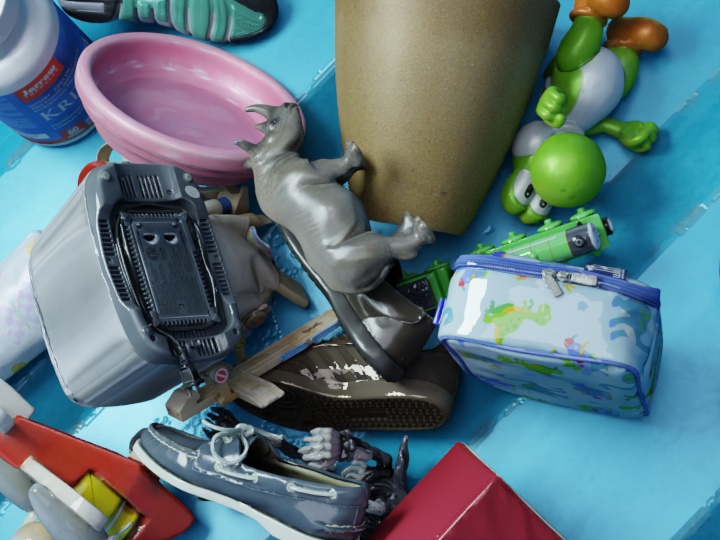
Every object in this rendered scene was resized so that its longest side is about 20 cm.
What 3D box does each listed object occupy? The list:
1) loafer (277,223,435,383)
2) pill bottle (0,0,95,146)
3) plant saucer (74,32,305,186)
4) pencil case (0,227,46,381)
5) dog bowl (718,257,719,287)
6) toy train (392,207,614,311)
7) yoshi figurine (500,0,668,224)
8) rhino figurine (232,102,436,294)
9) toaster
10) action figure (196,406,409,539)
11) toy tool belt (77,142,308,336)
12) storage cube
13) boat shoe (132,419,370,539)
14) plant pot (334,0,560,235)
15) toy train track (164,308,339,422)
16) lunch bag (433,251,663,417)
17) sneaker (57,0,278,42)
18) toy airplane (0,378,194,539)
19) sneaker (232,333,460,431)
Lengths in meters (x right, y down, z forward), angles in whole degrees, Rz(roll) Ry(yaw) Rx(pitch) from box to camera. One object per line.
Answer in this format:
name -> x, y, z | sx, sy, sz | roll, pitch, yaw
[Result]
loafer -> 0.000, 0.000, 1.174 | 0.071, 0.073, 0.200 | -36, 60, 4
pill bottle -> -0.303, -0.192, 1.275 | 0.112, 0.200, 0.112 | -3, 75, 13
plant saucer -> -0.148, -0.134, 1.248 | 0.200, 0.200, 0.051 | 35, 124, 20
pencil case -> -0.323, 0.050, 1.276 | 0.200, 0.083, 0.091 | -37, 92, 1
dog bowl -> 0.337, 0.052, 1.133 | 0.111, 0.050, 0.200 | -3, 74, 13
toy train -> 0.109, -0.003, 1.182 | 0.200, 0.056, 0.042 | -20, 93, 19
yoshi figurine -> 0.186, -0.127, 1.191 | 0.112, 0.112, 0.200 | 25, 85, 12
rhino figurine -> -0.033, -0.063, 1.130 | 0.087, 0.060, 0.200 | -39, 67, -4
toaster -> -0.177, 0.023, 1.133 | 0.129, 0.114, 0.200 | -35, 69, 42
action figure -> -0.035, 0.177, 1.163 | 0.200, 0.102, 0.119 | 13, 93, 17
toy tool belt -> -0.142, -0.026, 1.252 | 0.200, 0.123, 0.125 | 44, 120, 27
storage cube -> 0.081, 0.252, 1.051 | 0.171, 0.200, 0.180 | 44, 88, -4
boat shoe -> -0.083, 0.150, 1.093 | 0.200, 0.075, 0.062 | 22, 101, 30
plant pot -> 0.054, -0.134, 1.199 | 0.186, 0.186, 0.200 | 11, 93, 16
toy train track -> -0.074, 0.059, 1.185 | 0.200, 0.033, 0.115 | -30, 28, -30
lunch bag -> 0.144, 0.050, 1.100 | 0.161, 0.200, 0.083 | 9, 77, 17
sneaker -> -0.174, -0.260, 1.336 | 0.200, 0.088, 0.075 | 8, 112, -6
toy airplane -> -0.250, 0.174, 1.164 | 0.199, 0.200, 0.141 | 19, 85, 17
sneaker -> -0.013, 0.088, 1.211 | 0.200, 0.070, 0.076 | 4, 50, 18
